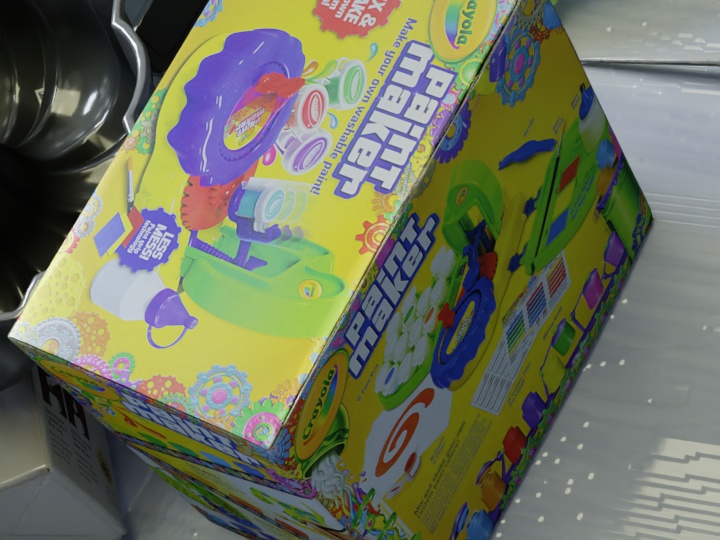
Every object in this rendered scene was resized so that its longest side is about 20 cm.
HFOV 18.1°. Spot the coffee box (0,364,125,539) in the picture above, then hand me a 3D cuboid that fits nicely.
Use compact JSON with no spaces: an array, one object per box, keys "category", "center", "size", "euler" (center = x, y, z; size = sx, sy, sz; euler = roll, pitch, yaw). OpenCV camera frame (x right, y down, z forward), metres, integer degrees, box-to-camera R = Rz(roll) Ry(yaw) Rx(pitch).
[{"category":"coffee box","center":[-0.183,0.035,0.990],"size":[0.114,0.080,0.200],"euler":[-21,57,10]}]

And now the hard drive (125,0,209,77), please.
[{"category":"hard drive","center":[-0.128,-0.166,1.080],"size":[0.200,0.033,0.140],"euler":[14,68,45]}]

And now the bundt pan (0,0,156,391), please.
[{"category":"bundt pan","center":[-0.162,-0.032,0.912],"size":[0.201,0.076,0.202],"euler":[-10,59,17]}]

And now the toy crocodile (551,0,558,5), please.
[{"category":"toy crocodile","center":[0.024,-0.131,1.014],"size":[0.200,0.068,0.062],"euler":[-7,66,21]}]

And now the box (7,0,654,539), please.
[{"category":"box","center":[0.000,0.000,0.877],"size":[0.122,0.193,0.200],"euler":[21,72,29]}]

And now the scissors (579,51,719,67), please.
[{"category":"scissors","center":[0.174,-0.087,0.938],"size":[0.200,0.014,0.073],"euler":[-2,25,21]}]
